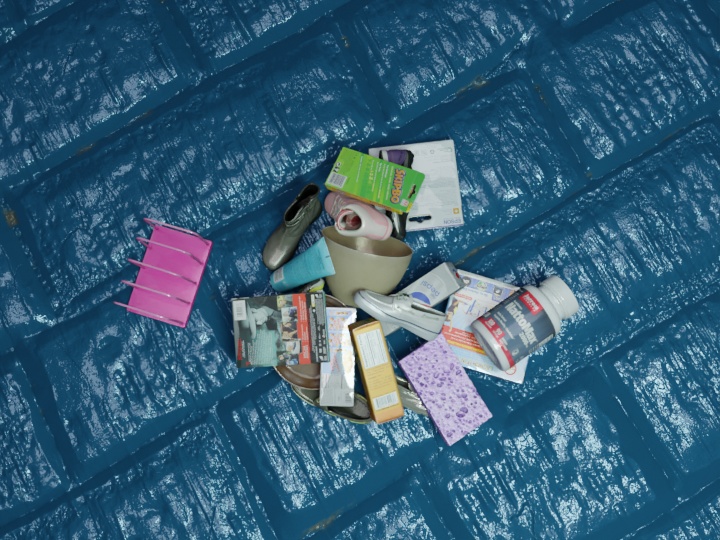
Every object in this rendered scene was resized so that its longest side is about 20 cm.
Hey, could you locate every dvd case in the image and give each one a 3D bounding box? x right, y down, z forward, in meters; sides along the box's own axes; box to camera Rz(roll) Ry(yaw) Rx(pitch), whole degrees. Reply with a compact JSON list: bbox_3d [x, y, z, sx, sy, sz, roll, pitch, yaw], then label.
[{"bbox_3d":[-0.164,0.122,1.480,0.197,0.022,0.148,-6,89,8],"label":"dvd case"}]

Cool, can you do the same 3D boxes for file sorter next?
[{"bbox_3d":[-0.428,0.003,1.560,0.137,0.125,0.203,16,81,5],"label":"file sorter"}]

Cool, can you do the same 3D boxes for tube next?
[{"bbox_3d":[-0.121,-0.003,1.519,0.050,0.199,0.078,-21,87,-40],"label":"tube"}]

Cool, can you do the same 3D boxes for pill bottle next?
[{"bbox_3d":[0.336,0.101,1.464,0.199,0.120,0.120,-35,81,-4],"label":"pill bottle"}]

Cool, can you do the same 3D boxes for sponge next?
[{"bbox_3d":[0.173,0.243,1.486,0.111,0.030,0.201,-30,83,-10],"label":"sponge"}]

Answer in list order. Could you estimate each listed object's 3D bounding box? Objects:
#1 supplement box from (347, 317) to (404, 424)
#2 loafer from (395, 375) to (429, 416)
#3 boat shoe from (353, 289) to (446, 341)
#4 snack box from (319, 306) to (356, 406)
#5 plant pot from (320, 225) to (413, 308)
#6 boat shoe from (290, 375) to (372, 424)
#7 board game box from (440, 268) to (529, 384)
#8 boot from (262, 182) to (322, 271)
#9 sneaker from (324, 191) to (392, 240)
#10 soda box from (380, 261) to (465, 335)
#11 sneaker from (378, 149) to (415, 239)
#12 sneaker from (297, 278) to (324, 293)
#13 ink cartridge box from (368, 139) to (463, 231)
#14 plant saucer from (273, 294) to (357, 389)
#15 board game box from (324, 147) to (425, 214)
[{"bbox_3d":[0.031,0.201,1.458,0.068,0.067,0.203,-14,95,-10],"label":"supplement box"},{"bbox_3d":[0.112,0.257,1.524,0.197,0.070,0.071,14,101,5],"label":"loafer"},{"bbox_3d":[0.082,0.073,1.456,0.198,0.074,0.067,24,107,-22],"label":"boat shoe"},{"bbox_3d":[-0.047,0.177,1.489,0.071,0.024,0.203,2,90,-2],"label":"snack box"},{"bbox_3d":[0.000,0.000,1.529,0.197,0.200,0.136,15,107,4],"label":"plant pot"},{"bbox_3d":[-0.058,0.269,1.535,0.199,0.060,0.073,23,83,6],"label":"boat shoe"},{"bbox_3d":[0.274,0.121,1.551,0.197,0.056,0.198,17,82,5],"label":"board game box"},{"bbox_3d":[-0.156,-0.098,1.564,0.067,0.131,0.201,34,83,8],"label":"boot"},{"bbox_3d":[-0.031,-0.125,1.540,0.199,0.104,0.076,33,110,39],"label":"sneaker"},{"bbox_3d":[0.121,0.061,1.528,0.199,0.068,0.064,-34,81,17],"label":"soda box"},{"bbox_3d":[0.095,-0.169,1.556,0.086,0.076,0.203,-6,79,-6],"label":"sneaker"},{"bbox_3d":[-0.129,0.106,1.566,0.076,0.075,0.201,32,92,-3],"label":"sneaker"},{"bbox_3d":[0.122,-0.183,1.613,0.193,0.043,0.203,-5,80,-1],"label":"ink cartridge box"},{"bbox_3d":[-0.097,0.147,1.516,0.197,0.034,0.204,0,93,-2],"label":"plant saucer"},{"bbox_3d":[0.032,-0.187,1.515,0.198,0.030,0.096,20,75,22],"label":"board game box"}]
